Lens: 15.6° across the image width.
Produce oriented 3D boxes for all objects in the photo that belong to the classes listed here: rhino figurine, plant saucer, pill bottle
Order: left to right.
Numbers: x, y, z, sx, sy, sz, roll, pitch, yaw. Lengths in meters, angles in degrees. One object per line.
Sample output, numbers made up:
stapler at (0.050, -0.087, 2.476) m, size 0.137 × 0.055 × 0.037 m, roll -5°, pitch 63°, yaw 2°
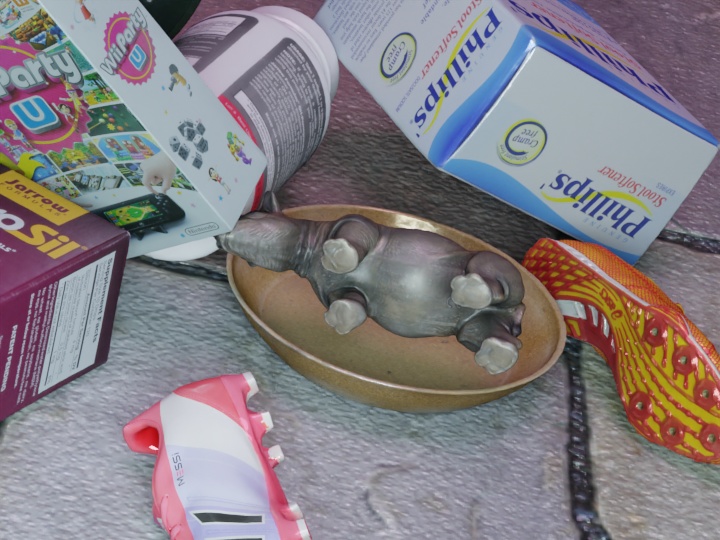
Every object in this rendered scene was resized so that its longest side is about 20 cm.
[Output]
pill bottle at (-0.084, -0.092, 1.589) m, size 0.110 × 0.111 × 0.200 m, roll 21°, pitch 29°, yaw 11°
rhino figurine at (0.000, 0.000, 1.443) m, size 0.199 × 0.060 × 0.087 m, roll 17°, pitch 15°, yaw 8°
plant saucer at (0.018, 0.027, 1.503) m, size 0.199 × 0.036 × 0.200 m, roll 11°, pitch 29°, yaw -6°

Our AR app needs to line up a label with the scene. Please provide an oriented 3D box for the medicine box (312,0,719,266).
medicine box at (0.097, -0.118, 1.665) m, size 0.182 × 0.103 × 0.200 m, roll 24°, pitch 17°, yaw -39°

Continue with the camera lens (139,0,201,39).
camera lens at (-0.192, -0.215, 1.539) m, size 0.160 × 0.160 × 0.200 m, roll -14°, pitch 41°, yaw -42°

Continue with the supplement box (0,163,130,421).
supplement box at (-0.223, 0.023, 1.345) m, size 0.110 × 0.086 × 0.200 m, roll 27°, pitch 30°, yaw 21°

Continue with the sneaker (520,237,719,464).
sneaker at (0.171, 0.040, 1.521) m, size 0.077 × 0.073 × 0.200 m, roll 6°, pitch 31°, yaw -37°

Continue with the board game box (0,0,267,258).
board game box at (-0.168, -0.095, 1.417) m, size 0.147 × 0.200 × 0.064 m, roll -14°, pitch 37°, yaw 39°

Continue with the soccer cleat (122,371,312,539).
soccer cleat at (-0.064, 0.127, 1.277) m, size 0.076 × 0.067 × 0.200 m, roll -21°, pitch 41°, yaw 0°
